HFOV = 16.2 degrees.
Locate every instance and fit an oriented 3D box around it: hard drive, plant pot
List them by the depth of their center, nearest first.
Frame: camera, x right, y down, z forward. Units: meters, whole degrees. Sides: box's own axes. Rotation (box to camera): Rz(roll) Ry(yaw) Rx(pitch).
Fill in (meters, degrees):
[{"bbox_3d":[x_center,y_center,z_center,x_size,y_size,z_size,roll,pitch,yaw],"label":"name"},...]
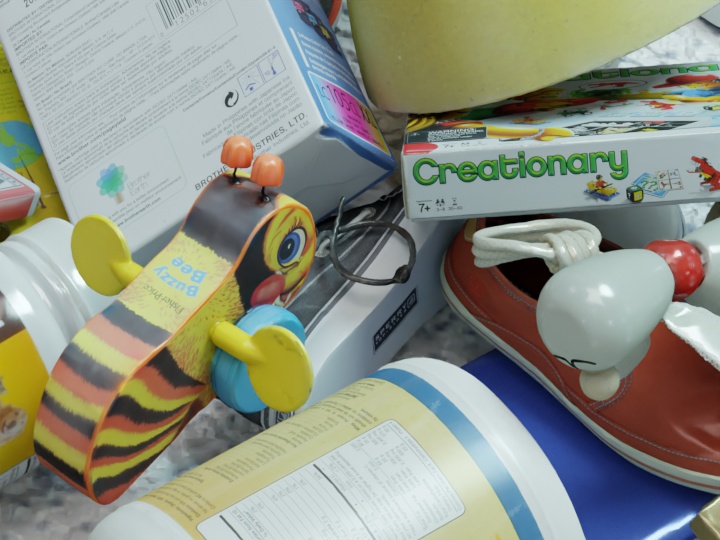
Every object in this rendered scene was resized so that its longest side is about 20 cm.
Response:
[{"bbox_3d":[0.069,-0.179,1.155,0.200,0.142,0.200,-21,18,8],"label":"plant pot"},{"bbox_3d":[0.126,0.070,1.158,0.200,0.025,0.132,-27,56,-23],"label":"hard drive"}]

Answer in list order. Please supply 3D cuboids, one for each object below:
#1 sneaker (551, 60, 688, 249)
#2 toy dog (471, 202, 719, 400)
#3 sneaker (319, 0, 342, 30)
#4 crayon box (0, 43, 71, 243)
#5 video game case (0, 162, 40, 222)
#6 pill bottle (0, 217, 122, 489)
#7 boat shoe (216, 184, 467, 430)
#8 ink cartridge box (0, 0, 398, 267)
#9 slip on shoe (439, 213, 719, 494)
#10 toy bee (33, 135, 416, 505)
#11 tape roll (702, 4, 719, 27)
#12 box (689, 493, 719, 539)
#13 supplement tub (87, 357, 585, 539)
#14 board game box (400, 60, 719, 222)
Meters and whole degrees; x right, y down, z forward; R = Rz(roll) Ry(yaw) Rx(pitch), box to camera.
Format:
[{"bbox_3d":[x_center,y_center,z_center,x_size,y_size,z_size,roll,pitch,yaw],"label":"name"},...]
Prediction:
[{"bbox_3d":[0.104,-0.068,1.232,0.073,0.071,0.200,-16,46,-9],"label":"sneaker"},{"bbox_3d":[0.151,0.025,1.058,0.200,0.096,0.132,-9,12,-21],"label":"toy dog"},{"bbox_3d":[-0.057,-0.111,1.264,0.077,0.082,0.200,8,50,4],"label":"sneaker"},{"bbox_3d":[-0.211,-0.061,1.234,0.127,0.051,0.200,-10,50,-11],"label":"crayon box"},{"bbox_3d":[-0.253,-0.051,1.111,0.143,0.017,0.200,32,23,22],"label":"video game case"},{"bbox_3d":[-0.197,0.057,1.097,0.200,0.109,0.109,-32,58,-26],"label":"pill bottle"},{"bbox_3d":[0.000,0.000,1.186,0.068,0.072,0.200,25,55,23],"label":"boat shoe"},{"bbox_3d":[-0.087,-0.101,1.192,0.136,0.076,0.200,-33,63,16],"label":"ink cartridge box"},{"bbox_3d":[0.122,0.033,1.131,0.200,0.061,0.074,36,55,19],"label":"slip on shoe"},{"bbox_3d":[-0.064,-0.001,1.064,0.131,0.109,0.200,12,47,17],"label":"toy bee"},{"bbox_3d":[0.255,-0.196,1.383,0.202,0.037,0.203,2,49,-2],"label":"tape roll"},{"bbox_3d":[0.259,0.139,1.072,0.163,0.021,0.200,-34,77,-24],"label":"box"},{"bbox_3d":[-0.023,0.137,1.016,0.200,0.145,0.145,-27,56,-23],"label":"supplement tub"},{"bbox_3d":[0.120,-0.061,1.132,0.200,0.035,0.126,-4,18,4],"label":"board game box"}]
